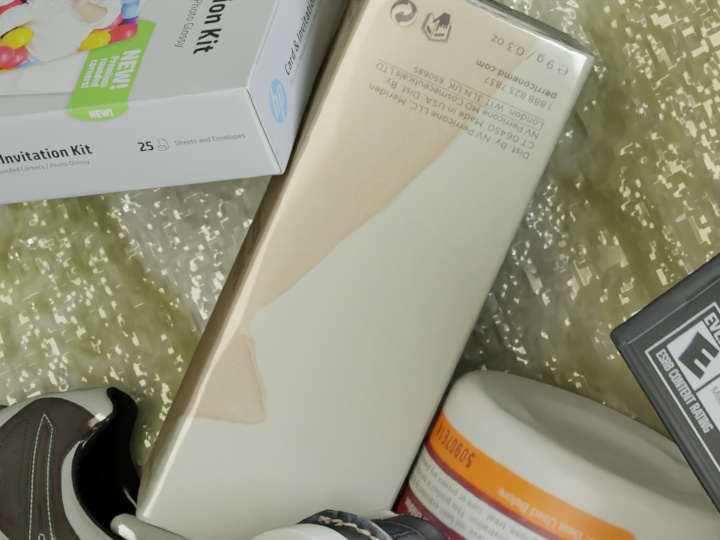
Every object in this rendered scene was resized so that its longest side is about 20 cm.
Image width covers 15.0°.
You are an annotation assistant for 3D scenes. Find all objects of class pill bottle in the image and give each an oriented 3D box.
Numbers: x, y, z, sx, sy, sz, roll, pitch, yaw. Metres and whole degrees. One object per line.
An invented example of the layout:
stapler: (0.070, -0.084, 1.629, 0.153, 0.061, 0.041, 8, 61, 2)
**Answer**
pill bottle: (0.042, 0.145, 0.908, 0.114, 0.114, 0.200, 28, 100, 17)

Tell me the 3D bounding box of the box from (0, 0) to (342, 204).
box: (-0.106, -0.085, 0.941, 0.199, 0.156, 0.041, -4, 131, 20)

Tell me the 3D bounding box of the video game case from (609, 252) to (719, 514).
video game case: (0.188, 0.048, 0.695, 0.181, 0.025, 0.200, -37, 74, 21)

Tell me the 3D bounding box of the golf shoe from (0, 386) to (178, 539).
golf shoe: (-0.087, 0.136, 0.974, 0.094, 0.078, 0.200, -26, 84, 18)

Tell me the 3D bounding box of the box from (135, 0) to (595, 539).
box: (0.000, 0.000, 0.918, 0.078, 0.095, 0.200, 24, 97, -5)

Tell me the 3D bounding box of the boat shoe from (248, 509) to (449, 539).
boat shoe: (-0.045, 0.133, 0.882, 0.200, 0.060, 0.074, -44, 67, 39)
